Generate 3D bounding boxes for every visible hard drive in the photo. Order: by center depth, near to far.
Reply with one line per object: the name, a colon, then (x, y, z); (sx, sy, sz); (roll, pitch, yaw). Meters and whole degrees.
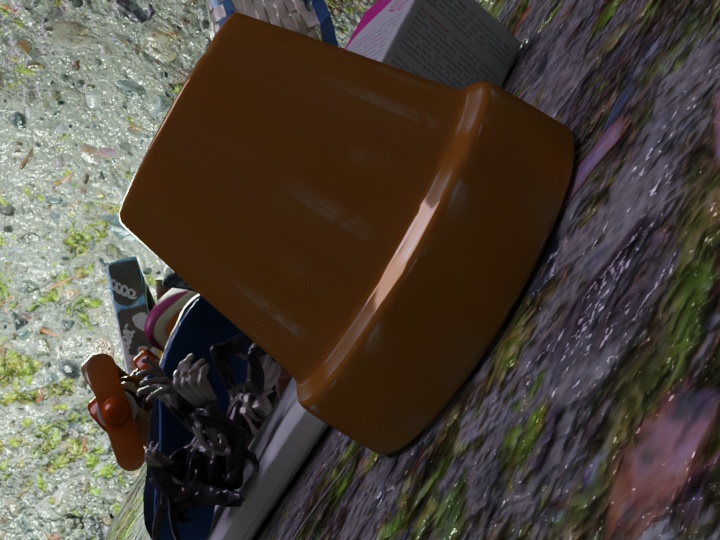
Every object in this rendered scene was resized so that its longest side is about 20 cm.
hard drive: (-0.068, 0.142, 0.908); (0.201, 0.026, 0.132); (-57, 8, 23)

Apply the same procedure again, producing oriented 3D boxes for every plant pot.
plant pot: (-0.018, -0.035, 0.632); (0.201, 0.183, 0.200); (-58, 7, 12)

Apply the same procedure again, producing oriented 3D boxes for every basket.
basket: (-0.039, -0.208, 1.144); (0.177, 0.199, 0.140); (85, 162, -55)

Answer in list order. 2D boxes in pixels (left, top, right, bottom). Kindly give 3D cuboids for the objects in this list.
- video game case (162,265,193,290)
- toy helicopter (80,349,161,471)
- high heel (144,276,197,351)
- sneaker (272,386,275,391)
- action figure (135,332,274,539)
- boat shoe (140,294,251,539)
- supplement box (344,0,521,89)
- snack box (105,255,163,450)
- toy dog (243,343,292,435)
video game case: (-0.046, -0.011, 0.856); (0.200, 0.142, 0.019); (146, 128, -61)
toy helicopter: (-0.184, 0.147, 1.068); (0.079, 0.200, 0.132); (-43, -24, -3)
high heel: (-0.202, 0.037, 1.225); (0.200, 0.095, 0.068); (-43, -39, -70)
sneaker: (-0.075, 0.028, 1.215); (0.201, 0.078, 0.089); (-57, 10, 24)
action figure: (-0.109, 0.096, 0.855); (0.119, 0.102, 0.201); (-10, 43, 52)
boat shoe: (-0.142, 0.115, 0.935); (0.069, 0.084, 0.201); (-12, 61, 65)
supplement box: (0.026, -0.117, 0.911); (0.101, 0.103, 0.201); (-20, 39, 56)
snack box: (-0.221, 0.099, 1.246); (0.116, 0.037, 0.201); (85, 169, -60)
toy dog: (-0.086, 0.089, 1.040); (0.200, 0.096, 0.133); (-37, 39, 41)
